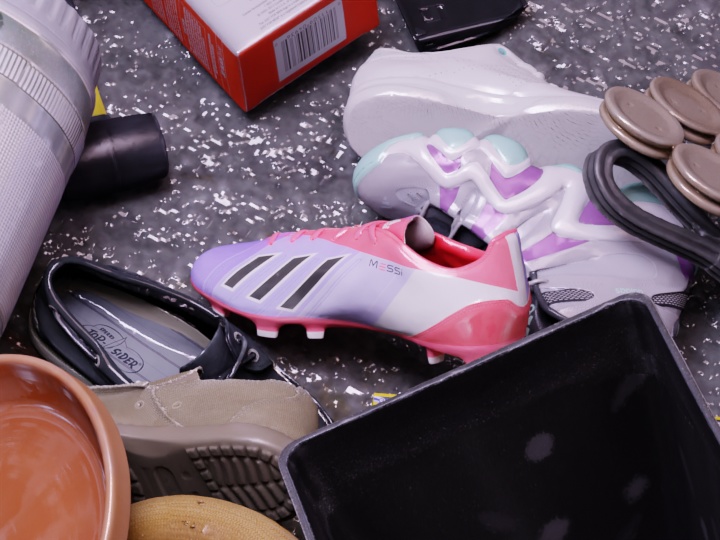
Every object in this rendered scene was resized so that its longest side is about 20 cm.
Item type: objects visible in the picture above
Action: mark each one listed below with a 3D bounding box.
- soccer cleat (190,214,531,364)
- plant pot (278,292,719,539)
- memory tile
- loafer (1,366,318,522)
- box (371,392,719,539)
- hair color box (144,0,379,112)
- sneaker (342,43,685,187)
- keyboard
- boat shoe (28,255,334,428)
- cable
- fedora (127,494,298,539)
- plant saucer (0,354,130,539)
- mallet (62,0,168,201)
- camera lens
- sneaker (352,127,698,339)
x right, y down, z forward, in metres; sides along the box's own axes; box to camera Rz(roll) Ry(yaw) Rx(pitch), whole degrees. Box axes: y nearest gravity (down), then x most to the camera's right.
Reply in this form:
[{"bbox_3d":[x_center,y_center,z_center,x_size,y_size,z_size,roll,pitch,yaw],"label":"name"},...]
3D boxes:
[{"bbox_3d":[0.000,0.000,1.573,0.199,0.077,0.067,12,19,28],"label":"soccer cleat"},{"bbox_3d":[0.098,0.167,1.412,0.199,0.178,0.200,-23,38,0],"label":"plant pot"},{"bbox_3d":[0.230,-0.039,1.604,0.200,0.017,0.153,43,29,20],"label":"memory tile"},{"bbox_3d":[-0.103,0.091,1.518,0.199,0.076,0.067,4,34,29],"label":"loafer"},{"bbox_3d":[0.101,0.115,1.546,0.198,0.064,0.070,4,58,-3],"label":"box"},{"bbox_3d":[-0.088,-0.197,1.715,0.101,0.061,0.200,-33,63,-15],"label":"hair color box"},{"bbox_3d":[0.093,-0.092,1.678,0.199,0.076,0.089,13,38,0],"label":"sneaker"},{"bbox_3d":[0.011,-0.212,1.769,0.126,0.021,0.201,-14,59,-14],"label":"keyboard"},{"bbox_3d":[-0.091,0.051,1.568,0.199,0.066,0.075,35,61,16],"label":"boat shoe"},{"bbox_3d":[0.202,0.000,1.607,0.199,0.050,0.098,18,68,-16],"label":"cable"},{"bbox_3d":[-0.083,0.210,1.444,0.199,0.082,0.202,-11,61,21],"label":"fedora"},{"bbox_3d":[-0.191,0.141,1.467,0.199,0.032,0.202,-19,58,32],"label":"plant saucer"},{"bbox_3d":[-0.155,-0.126,1.695,0.065,0.041,0.201,-7,55,-8],"label":"mallet"},{"bbox_3d":[-0.238,-0.053,1.555,0.159,0.160,0.201,18,66,7],"label":"camera lens"},{"bbox_3d":[0.084,0.005,1.605,0.199,0.078,0.141,11,57,3],"label":"sneaker"}]
